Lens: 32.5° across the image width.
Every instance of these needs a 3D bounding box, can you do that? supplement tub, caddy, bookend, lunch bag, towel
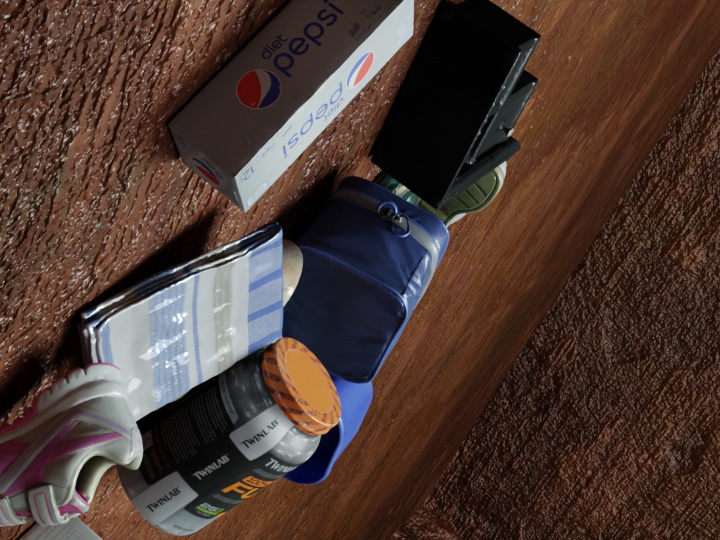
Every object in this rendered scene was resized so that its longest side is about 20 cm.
[{"bbox_3d":[-0.124,0.155,1.175,0.200,0.123,0.122,-35,172,20],"label":"supplement tub"},{"bbox_3d":[-0.074,0.162,1.422,0.105,0.141,0.200,-46,165,-41],"label":"caddy"},{"bbox_3d":[0.130,-0.194,1.292,0.200,0.092,0.199,-36,158,-50],"label":"bookend"},{"bbox_3d":[0.000,0.000,1.255,0.132,0.136,0.200,-59,178,-40],"label":"lunch bag"},{"bbox_3d":[-0.144,0.051,1.042,0.200,0.024,0.147,-28,141,-31],"label":"towel"}]

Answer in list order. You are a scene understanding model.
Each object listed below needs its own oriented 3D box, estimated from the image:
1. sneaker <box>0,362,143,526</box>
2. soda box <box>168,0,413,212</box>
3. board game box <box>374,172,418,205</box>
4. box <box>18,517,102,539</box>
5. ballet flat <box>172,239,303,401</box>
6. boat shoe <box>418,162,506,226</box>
[{"bbox_3d":[-0.250,0.157,0.930,0.200,0.088,0.081,-35,163,-4],"label":"sneaker"},{"bbox_3d":[-0.048,-0.143,0.917,0.200,0.068,0.063,-49,164,-15],"label":"soda box"},{"bbox_3d":[0.016,-0.042,1.434,0.135,0.028,0.200,-46,164,-20],"label":"board game box"},{"bbox_3d":[-0.255,0.349,1.187,0.106,0.200,0.152,-43,162,-31],"label":"box"},{"bbox_3d":[-0.126,0.038,1.119,0.200,0.068,0.067,-50,158,-17],"label":"ballet flat"},{"bbox_3d":[0.121,-0.105,1.484,0.068,0.075,0.200,-48,-173,-29],"label":"boat shoe"}]
